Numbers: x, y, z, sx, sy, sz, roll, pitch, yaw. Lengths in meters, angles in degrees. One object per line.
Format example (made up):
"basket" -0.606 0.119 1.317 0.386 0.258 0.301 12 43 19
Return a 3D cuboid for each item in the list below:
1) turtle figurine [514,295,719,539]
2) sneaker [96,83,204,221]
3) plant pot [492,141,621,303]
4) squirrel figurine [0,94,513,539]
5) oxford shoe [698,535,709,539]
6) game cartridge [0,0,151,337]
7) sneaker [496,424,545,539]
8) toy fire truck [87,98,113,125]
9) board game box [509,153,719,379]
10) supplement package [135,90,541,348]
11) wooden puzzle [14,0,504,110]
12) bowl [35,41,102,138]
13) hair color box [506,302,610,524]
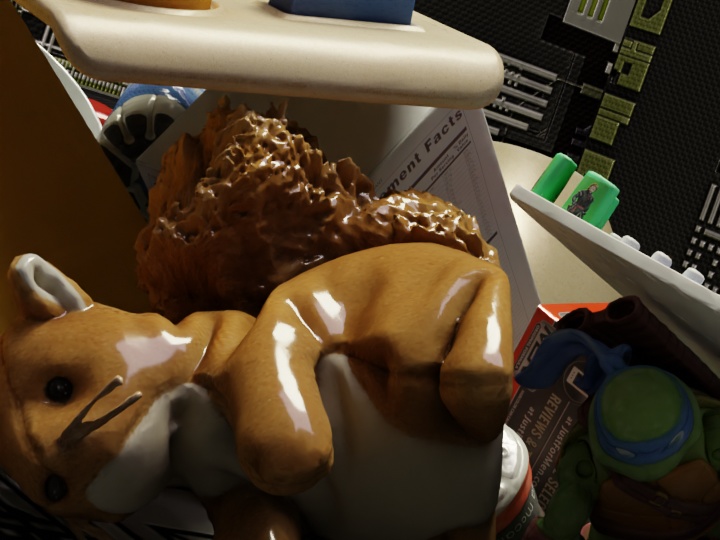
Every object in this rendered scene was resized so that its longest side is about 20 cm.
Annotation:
"turtle figurine" 0.127 0.121 0.859 0.200 0.144 0.194 38 -7 17
"sneaker" -0.079 -0.019 1.127 0.078 0.201 0.090 4 42 7
"plant pot" 0.075 0.003 1.371 0.199 0.135 0.200 18 -13 4
"squirrel figurine" -0.040 0.034 0.862 0.185 0.142 0.201 2 42 1
"oxford shoe" 0.171 0.137 1.046 0.084 0.073 0.200 19 5 9
"game cartridge" -0.166 -0.028 0.913 0.177 0.032 0.200 59 29 3
"sneaker" -0.002 0.093 0.989 0.199 0.077 0.082 17 -29 44
"toy fire truck" -0.194 -0.092 1.300 0.175 0.201 0.129 18 6 -17
"board game box" 0.169 0.043 0.822 0.200 0.026 0.200 38 -2 -36
"supplement package" 0.000 0.000 1.056 0.109 0.114 0.201 23 -32 36
"wooden puzzle" -0.057 -0.121 0.954 0.184 0.047 0.200 3 20 -24
"bowl" -0.226 -0.044 1.112 0.200 0.091 0.202 20 39 -17
"hair color box" 0.133 0.069 1.059 0.061 0.102 0.199 39 22 30
